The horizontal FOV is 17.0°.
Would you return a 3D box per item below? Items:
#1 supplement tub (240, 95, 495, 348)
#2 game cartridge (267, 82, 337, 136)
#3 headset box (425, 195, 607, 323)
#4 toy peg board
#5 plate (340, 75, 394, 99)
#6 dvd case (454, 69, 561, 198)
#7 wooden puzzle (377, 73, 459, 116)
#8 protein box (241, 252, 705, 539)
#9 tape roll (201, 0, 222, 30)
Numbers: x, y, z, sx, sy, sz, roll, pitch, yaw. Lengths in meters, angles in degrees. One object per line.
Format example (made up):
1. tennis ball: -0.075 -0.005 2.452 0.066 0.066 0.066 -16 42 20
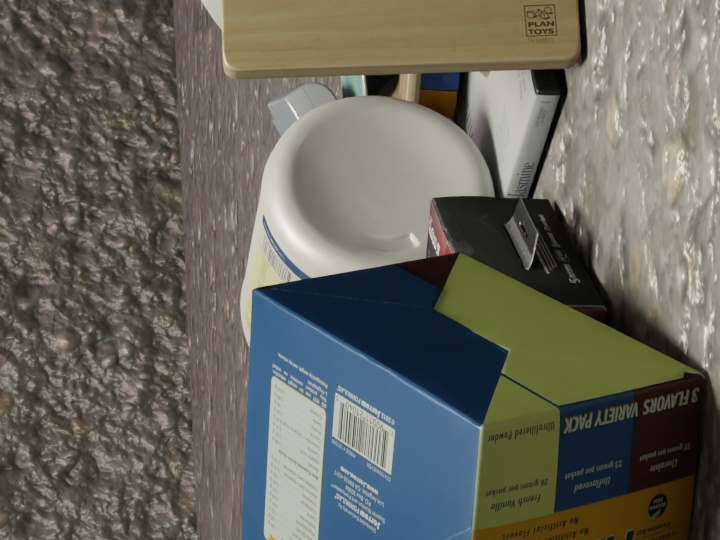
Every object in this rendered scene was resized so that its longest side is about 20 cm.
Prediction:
1. supplement tub: 0.000 0.000 1.526 0.200 0.145 0.145 104 163 -57
2. game cartridge: -0.001 -0.043 1.731 0.200 0.041 0.133 61 168 -6
3. headset box: 0.080 0.060 1.367 0.149 0.077 0.201 -110 23 -64
4. toy peg board: 0.018 -0.199 1.393 0.098 0.199 0.200 97 170 -77
5. plate: 0.007 -0.143 1.771 0.200 0.026 0.201 -4 -90 -80
6. dvd case: 0.088 -0.106 1.491 0.200 0.017 0.143 102 164 -55
7. wooden puzzle: 0.048 -0.179 1.609 0.185 0.046 0.200 -90 8 -66
8. protein box: 0.047 0.122 1.187 0.198 0.135 0.201 29 122 51
9. tape roll: -0.058 -0.234 1.612 0.203 0.071 0.203 50 -154 -36
